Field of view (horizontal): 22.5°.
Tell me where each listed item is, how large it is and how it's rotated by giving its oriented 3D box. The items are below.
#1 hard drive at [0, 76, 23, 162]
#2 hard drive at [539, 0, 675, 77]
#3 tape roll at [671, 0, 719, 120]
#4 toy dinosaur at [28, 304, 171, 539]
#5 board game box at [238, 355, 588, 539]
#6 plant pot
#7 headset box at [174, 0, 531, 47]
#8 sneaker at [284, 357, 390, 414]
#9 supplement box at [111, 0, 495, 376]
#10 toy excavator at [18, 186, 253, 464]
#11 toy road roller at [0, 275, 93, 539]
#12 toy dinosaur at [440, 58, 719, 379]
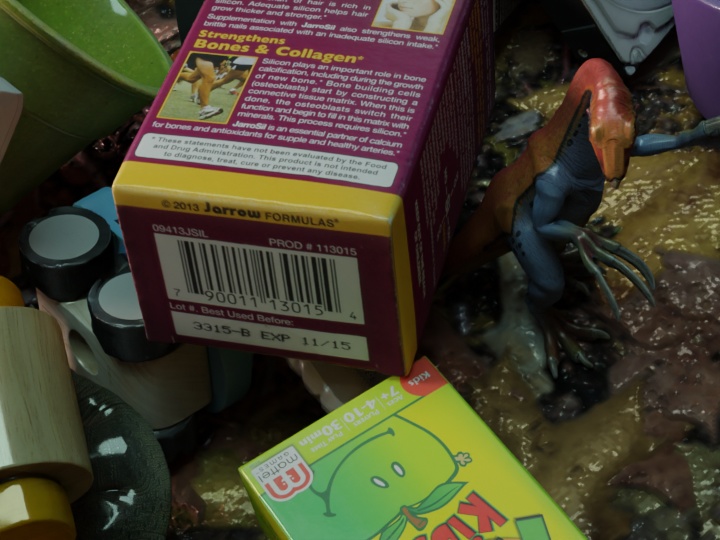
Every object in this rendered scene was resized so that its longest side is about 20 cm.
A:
[{"bbox_3d":[-0.253,-0.074,0.893,0.200,0.026,0.132,37,109,34],"label":"hard drive"},{"bbox_3d":[0.129,-0.227,1.023,0.140,0.200,0.038,-48,23,-27],"label":"hard drive"},{"bbox_3d":[0.267,-0.151,0.966,0.200,0.085,0.200,-12,36,9],"label":"tape roll"},{"bbox_3d":[-0.128,0.114,0.860,0.102,0.077,0.200,-10,62,2],"label":"toy dinosaur"},{"bbox_3d":[0.042,0.134,0.760,0.101,0.048,0.200,-30,48,-14],"label":"board game box"},{"bbox_3d":[-0.234,-0.095,0.998,0.190,0.200,0.200,-48,48,12],"label":"plant pot"},{"bbox_3d":[-0.003,-0.158,1.043,0.148,0.075,0.200,13,39,24],"label":"headset box"},{"bbox_3d":[0.000,0.000,0.922,0.082,0.075,0.200,-25,45,16],"label":"sneaker"},{"bbox_3d":[-0.019,-0.061,0.855,0.131,0.103,0.200,8,47,15],"label":"supplement box"},{"bbox_3d":[-0.091,-0.014,0.972,0.200,0.100,0.194,-28,46,-29],"label":"toy excavator"},{"bbox_3d":[-0.228,0.071,0.775,0.200,0.146,0.123,-18,65,1],"label":"toy road roller"},{"bbox_3d":[0.089,-0.031,0.866,0.200,0.182,0.105,5,51,19],"label":"toy dinosaur"}]
